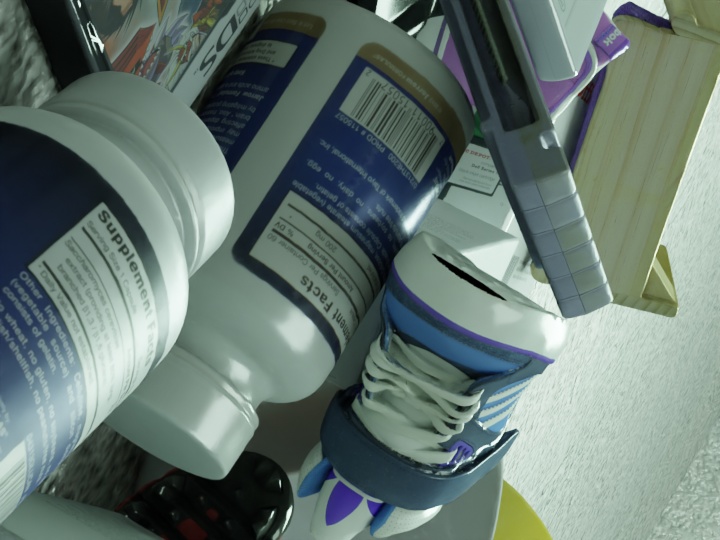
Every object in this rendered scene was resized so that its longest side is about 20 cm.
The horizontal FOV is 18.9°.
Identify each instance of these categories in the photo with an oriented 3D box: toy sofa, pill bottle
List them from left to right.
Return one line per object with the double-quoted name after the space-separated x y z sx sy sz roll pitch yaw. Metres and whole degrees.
-0.128 0.013 0.728 0.200 0.111 0.111 -47 157 -46 "pill bottle"
-0.042 -0.013 0.954 0.200 0.111 0.111 -58 163 -19 "pill bottle"
0.169 -0.079 1.299 0.083 0.097 0.201 -88 -169 -60 "toy sofa"

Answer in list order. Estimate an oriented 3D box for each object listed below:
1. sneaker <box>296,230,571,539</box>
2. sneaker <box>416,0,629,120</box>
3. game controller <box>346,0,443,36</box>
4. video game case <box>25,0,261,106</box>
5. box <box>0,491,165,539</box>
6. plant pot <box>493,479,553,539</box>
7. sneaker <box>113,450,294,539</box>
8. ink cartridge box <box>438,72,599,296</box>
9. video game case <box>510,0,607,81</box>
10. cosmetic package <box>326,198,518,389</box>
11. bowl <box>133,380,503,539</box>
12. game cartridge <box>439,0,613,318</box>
0.025 0.066 0.968 0.147 0.080 0.200 -58 171 2 "sneaker"
0.104 -0.170 1.168 0.073 0.114 0.201 -43 153 -47 "sneaker"
0.033 -0.194 1.062 0.104 0.042 0.200 -34 149 -33 "game controller"
-0.063 -0.151 0.828 0.181 0.025 0.200 -58 163 -19 "video game case"
-0.138 0.163 0.892 0.125 0.097 0.200 -64 154 -2 "box"
0.002 0.230 1.347 0.189 0.200 0.201 -20 135 -50 "plant pot"
-0.103 0.164 1.043 0.200 0.071 0.098 -47 160 5 "sneaker"
0.074 -0.049 1.310 0.201 0.084 0.146 -66 164 2 "ink cartridge box"
0.086 -0.220 0.989 0.200 0.024 0.182 67 34 -35 "video game case"
0.000 0.000 1.126 0.072 0.101 0.200 -68 163 13 "cosmetic package"
-0.031 0.126 1.156 0.199 0.075 0.200 -14 145 -12 "bowl"
0.064 -0.088 0.989 0.038 0.201 0.130 -17 149 2 "game cartridge"
